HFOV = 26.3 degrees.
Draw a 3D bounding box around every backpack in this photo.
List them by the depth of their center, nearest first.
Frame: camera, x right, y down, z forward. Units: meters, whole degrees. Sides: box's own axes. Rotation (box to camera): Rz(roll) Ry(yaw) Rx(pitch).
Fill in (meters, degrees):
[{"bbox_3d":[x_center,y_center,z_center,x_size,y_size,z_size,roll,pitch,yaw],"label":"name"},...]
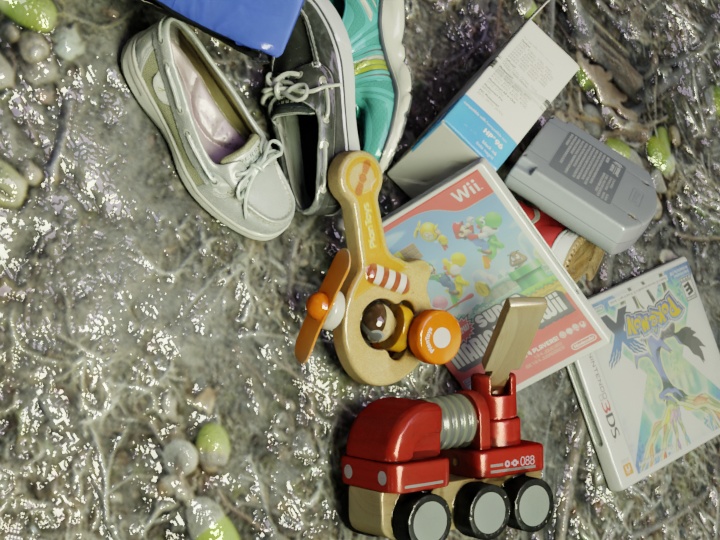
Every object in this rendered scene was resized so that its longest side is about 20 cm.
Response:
[{"bbox_3d":[-0.121,-0.288,1.211,0.199,0.168,0.163,22,25,-4],"label":"backpack"}]

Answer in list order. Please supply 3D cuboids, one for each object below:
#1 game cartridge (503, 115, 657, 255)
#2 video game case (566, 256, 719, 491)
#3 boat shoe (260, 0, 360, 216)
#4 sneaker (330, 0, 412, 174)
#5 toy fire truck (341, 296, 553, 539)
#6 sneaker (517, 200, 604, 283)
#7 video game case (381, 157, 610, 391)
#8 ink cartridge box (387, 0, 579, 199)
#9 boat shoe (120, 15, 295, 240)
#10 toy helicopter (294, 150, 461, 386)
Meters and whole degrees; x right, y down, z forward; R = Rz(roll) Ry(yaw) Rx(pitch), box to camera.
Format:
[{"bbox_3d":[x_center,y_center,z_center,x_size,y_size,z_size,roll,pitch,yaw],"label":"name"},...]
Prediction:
[{"bbox_3d":[0.210,-0.079,1.427,0.133,0.041,0.200,30,24,6],"label":"game cartridge"},{"bbox_3d":[0.288,0.099,1.534,0.200,0.022,0.183,-21,92,-38],"label":"video game case"},{"bbox_3d":[-0.050,-0.145,1.309,0.068,0.073,0.200,-7,92,-52],"label":"boat shoe"},{"bbox_3d":[-0.004,-0.175,1.363,0.079,0.078,0.201,3,69,-22],"label":"sneaker"},{"bbox_3d":[0.082,0.122,1.284,0.175,0.128,0.201,-2,92,-36],"label":"toy fire truck"},{"bbox_3d":[0.169,-0.034,1.449,0.200,0.112,0.072,-15,123,-68],"label":"sneaker"},{"bbox_3d":[0.107,0.016,1.350,0.200,0.143,0.017,53,26,-14],"label":"video game case"},{"bbox_3d":[0.122,-0.149,1.405,0.068,0.116,0.200,43,57,-4],"label":"ink cartridge box"},{"bbox_3d":[-0.116,-0.114,1.257,0.074,0.065,0.202,-40,103,-36],"label":"boat shoe"},{"bbox_3d":[0.000,0.000,1.293,0.132,0.079,0.201,-15,100,-30],"label":"toy helicopter"}]
